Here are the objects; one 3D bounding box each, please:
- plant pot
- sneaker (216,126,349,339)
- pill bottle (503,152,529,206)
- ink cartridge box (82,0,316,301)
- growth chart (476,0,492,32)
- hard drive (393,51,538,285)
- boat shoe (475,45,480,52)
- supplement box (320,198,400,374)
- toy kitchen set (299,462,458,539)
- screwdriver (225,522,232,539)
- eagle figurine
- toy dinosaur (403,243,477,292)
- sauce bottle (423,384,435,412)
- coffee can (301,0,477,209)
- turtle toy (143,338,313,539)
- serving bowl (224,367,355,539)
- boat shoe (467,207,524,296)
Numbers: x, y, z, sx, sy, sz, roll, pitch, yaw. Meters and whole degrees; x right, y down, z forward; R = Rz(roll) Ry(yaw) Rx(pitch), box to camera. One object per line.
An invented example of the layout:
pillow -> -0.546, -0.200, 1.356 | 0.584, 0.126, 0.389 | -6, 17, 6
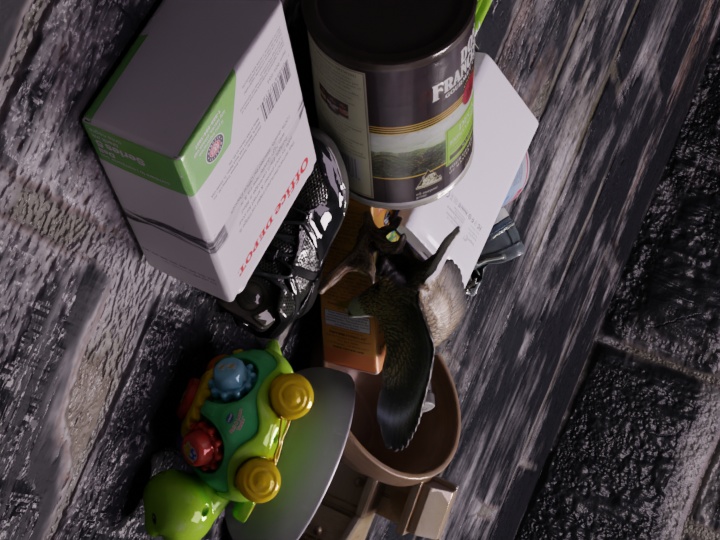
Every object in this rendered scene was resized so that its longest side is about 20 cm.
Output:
plant pot -> 0.007, 0.143, 1.699 | 0.092, 0.202, 0.201 | -30, -169, 39
sneaker -> -0.068, -0.022, 1.370 | 0.114, 0.076, 0.201 | -54, 164, -56
pill bottle -> 0.113, -0.107, 1.765 | 0.200, 0.108, 0.110 | -28, 137, -64
ink cartridge box -> -0.109, -0.094, 1.144 | 0.146, 0.083, 0.201 | -60, 161, -23
growth chart -> 0.066, -0.266, 1.502 | 0.200, 0.018, 0.146 | 40, 68, -52
hard drive -> 0.109, -0.100, 1.602 | 0.132, 0.025, 0.202 | 44, 66, -47
boat shoe -> 0.097, -0.203, 1.640 | 0.074, 0.067, 0.199 | -30, 173, 10
supplement box -> 0.000, 0.000, 1.573 | 0.067, 0.068, 0.202 | -47, 141, -48
toy kitchen set -> 0.001, 0.265, 1.774 | 0.202, 0.162, 0.180 | -71, 163, 7
screwdriver -> -0.123, 0.320, 1.683 | 0.201, 0.028, 0.029 | 86, 2, -48
eagle figurine -> 0.041, 0.046, 1.494 | 0.151, 0.151, 0.201 | -33, 115, -12
toy dinosaur -> 0.067, -0.001, 1.646 | 0.087, 0.202, 0.047 | -15, 170, -23
sauce bottle -> 0.048, 0.051, 1.678 | 0.066, 0.065, 0.202 | 55, 26, -70
coffee can -> 0.028, -0.170, 1.369 | 0.147, 0.145, 0.201 | -59, 161, -28
turtle toy -> -0.118, 0.151, 1.373 | 0.146, 0.100, 0.202 | 169, -56, -79
serving bowl -> -0.080, 0.178, 1.513 | 0.201, 0.065, 0.201 | -57, -164, 26
boat shoe -> 0.117, 0.003, 1.857 | 0.200, 0.062, 0.073 | -41, 174, 40
